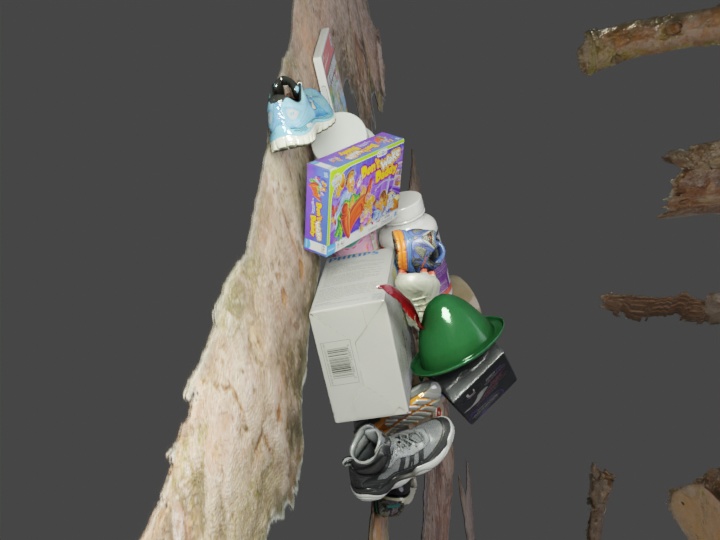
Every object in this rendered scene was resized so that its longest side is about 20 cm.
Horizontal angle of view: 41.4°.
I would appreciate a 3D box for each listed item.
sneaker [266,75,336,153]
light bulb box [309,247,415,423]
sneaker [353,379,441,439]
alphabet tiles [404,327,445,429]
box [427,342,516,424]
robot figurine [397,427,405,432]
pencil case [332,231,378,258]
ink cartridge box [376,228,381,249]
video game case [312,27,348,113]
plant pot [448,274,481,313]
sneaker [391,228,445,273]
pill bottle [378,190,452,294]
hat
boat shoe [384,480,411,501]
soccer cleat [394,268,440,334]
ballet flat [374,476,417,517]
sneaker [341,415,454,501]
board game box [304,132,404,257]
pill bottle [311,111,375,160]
[{"bbox_3d":[-0.087,-0.237,1.356,0.201,0.077,0.092,-72,149,-68],"label":"sneaker"},{"bbox_3d":[0.009,0.099,1.518,0.201,0.122,0.202,-76,155,-65],"label":"light bulb box"},{"bbox_3d":[0.052,0.222,1.583,0.077,0.199,0.079,15,52,-43],"label":"sneaker"},{"bbox_3d":[0.110,0.194,1.712,0.195,0.014,0.204,39,52,-53],"label":"alphabet tiles"},{"bbox_3d":[0.184,0.170,1.641,0.106,0.122,0.200,45,-3,24],"label":"box"},{"bbox_3d":[0.061,0.221,1.751,0.168,0.111,0.205,-15,100,-52],"label":"robot figurine"},{"bbox_3d":[0.000,0.000,1.629,0.088,0.085,0.204,-75,159,-64],"label":"pencil case"},{"bbox_3d":[0.002,-0.064,1.743,0.201,0.066,0.118,-80,160,-57],"label":"ink cartridge box"},{"bbox_3d":[-0.051,-0.328,1.768,0.144,0.017,0.203,-83,163,-55],"label":"video game case"},{"bbox_3d":[0.142,0.101,1.892,0.201,0.171,0.202,53,-19,27],"label":"plant pot"},{"bbox_3d":[0.106,-0.017,1.585,0.200,0.077,0.077,50,31,-72],"label":"sneaker"},{"bbox_3d":[0.094,-0.035,1.729,0.112,0.109,0.204,-76,152,-63],"label":"pill bottle"},{"bbox_3d":[0.113,0.046,1.452,0.178,0.164,0.200,60,-7,-11],"label":"hat"},{"bbox_3d":[0.059,0.360,1.732,0.202,0.072,0.065,-74,174,-80],"label":"boat shoe"},{"bbox_3d":[0.096,0.051,1.514,0.200,0.068,0.079,55,36,-71],"label":"soccer cleat"},{"bbox_3d":[0.074,0.415,1.816,0.200,0.070,0.074,-45,127,-77],"label":"ballet flat"},{"bbox_3d":[0.060,0.281,1.527,0.076,0.198,0.115,49,-12,45],"label":"sneaker"},{"bbox_3d":[-0.008,-0.120,1.467,0.199,0.044,0.137,-31,132,-49],"label":"board game box"},{"bbox_3d":[-0.014,-0.175,1.600,0.200,0.114,0.119,59,26,-66],"label":"pill bottle"}]
